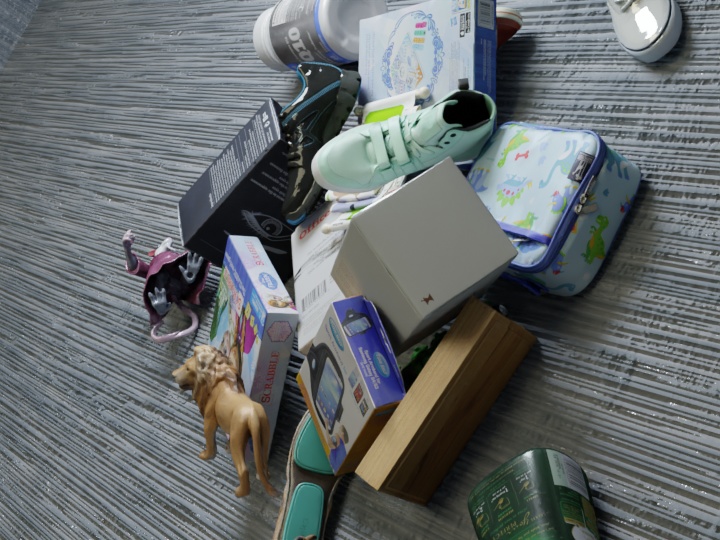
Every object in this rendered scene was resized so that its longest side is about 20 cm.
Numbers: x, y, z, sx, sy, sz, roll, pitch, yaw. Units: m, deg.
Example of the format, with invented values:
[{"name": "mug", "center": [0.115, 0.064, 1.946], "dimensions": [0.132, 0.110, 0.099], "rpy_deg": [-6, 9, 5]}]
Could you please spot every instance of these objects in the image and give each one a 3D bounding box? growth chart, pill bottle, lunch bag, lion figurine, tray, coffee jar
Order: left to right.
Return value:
[{"name": "lion figurine", "center": [-0.137, 0.162, 1.537], "dimensions": [0.200, 0.072, 0.123], "rpy_deg": [23, 113, 52]}, {"name": "pill bottle", "center": [-0.060, -0.338, 1.955], "dimensions": [0.200, 0.114, 0.114], "rpy_deg": [-2, 61, 55]}, {"name": "growth chart", "center": [0.015, -0.125, 1.591], "dimensions": [0.145, 0.018, 0.200], "rpy_deg": [-17, 46, 42]}, {"name": "tray", "center": [0.085, 0.128, 1.338], "dimensions": [0.037, 0.099, 0.200], "rpy_deg": [36, 93, 35]}, {"name": "lunch bag", "center": [0.177, -0.063, 1.402], "dimensions": [0.161, 0.082, 0.200], "rpy_deg": [-62, 30, -2]}, {"name": "coffee jar", "center": [0.156, 0.250, 1.143], "dimensions": [0.104, 0.085, 0.200], "rpy_deg": [-39, 34, 23]}]

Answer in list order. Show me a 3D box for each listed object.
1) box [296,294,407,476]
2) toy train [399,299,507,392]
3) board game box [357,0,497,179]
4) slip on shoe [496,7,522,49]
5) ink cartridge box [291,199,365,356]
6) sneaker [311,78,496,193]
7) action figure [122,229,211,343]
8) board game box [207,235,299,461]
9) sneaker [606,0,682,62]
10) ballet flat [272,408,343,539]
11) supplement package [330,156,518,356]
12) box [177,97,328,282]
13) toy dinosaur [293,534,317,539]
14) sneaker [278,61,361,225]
[{"name": "box", "center": [-0.010, 0.113, 1.396], "dimensions": [0.200, 0.041, 0.119], "rpy_deg": [112, 139, -58]}, {"name": "toy train", "center": [0.071, 0.097, 1.430], "dimensions": [0.200, 0.042, 0.056], "rpy_deg": [-38, 3, 30]}, {"name": "board game box", "center": [0.075, -0.211, 1.631], "dimensions": [0.199, 0.043, 0.201], "rpy_deg": [-4, 83, 48]}, {"name": "slip on shoe", "center": [0.118, -0.247, 1.671], "dimensions": [0.200, 0.074, 0.061], "rpy_deg": [-34, 59, 35]}, {"name": "ink cartridge box", "center": [0.000, 0.000, 1.592], "dimensions": [0.145, 0.084, 0.200], "rpy_deg": [-39, 35, 27]}, {"name": "sneaker", "center": [0.046, -0.144, 1.465], "dimensions": [0.118, 0.200, 0.074], "rpy_deg": [109, 144, -73]}, {"name": "action figure", "center": [-0.262, 0.004, 1.988], "dimensions": [0.200, 0.134, 0.149], "rpy_deg": [-153, 52, -71]}, {"name": "board game box", "center": [-0.135, 0.090, 1.665], "dimensions": [0.200, 0.041, 0.200], "rpy_deg": [-124, 42, -58]}, {"name": "sneaker", "center": [0.279, -0.293, 1.468], "dimensions": [0.073, 0.071, 0.200], "rpy_deg": [-42, 34, 25]}, {"name": "ballet flat", "center": [-0.054, 0.224, 1.495], "dimensions": [0.067, 0.068, 0.200], "rpy_deg": [123, 168, -67]}, {"name": "supplement package", "center": [0.056, -0.006, 1.360], "dimensions": [0.117, 0.117, 0.200], "rpy_deg": [-32, -8, -14]}, {"name": "box", "center": [-0.117, -0.091, 1.780], "dimensions": [0.200, 0.148, 0.104], "rpy_deg": [-45, 33, 20]}, {"name": "toy dinosaur", "center": [-0.088, 0.345, 1.420], "dimensions": [0.136, 0.086, 0.200], "rpy_deg": [-61, 13, -26]}, {"name": "sneaker", "center": [-0.065, -0.152, 1.665], "dimensions": [0.073, 0.082, 0.201], "rpy_deg": [129, 159, -77]}]
